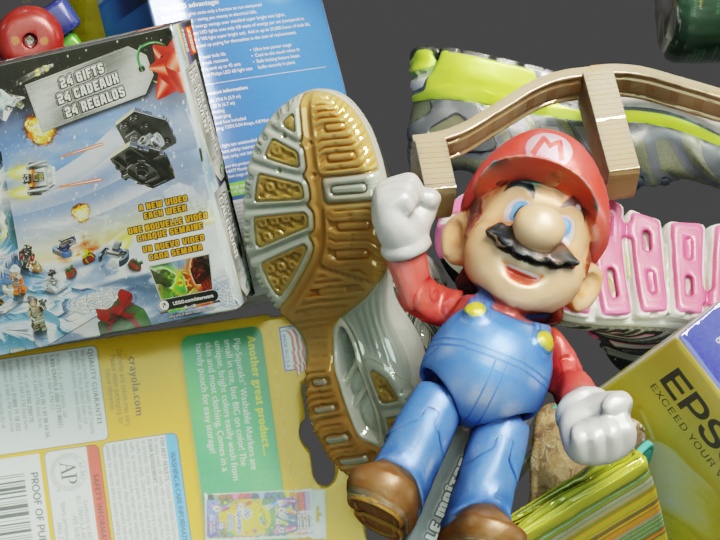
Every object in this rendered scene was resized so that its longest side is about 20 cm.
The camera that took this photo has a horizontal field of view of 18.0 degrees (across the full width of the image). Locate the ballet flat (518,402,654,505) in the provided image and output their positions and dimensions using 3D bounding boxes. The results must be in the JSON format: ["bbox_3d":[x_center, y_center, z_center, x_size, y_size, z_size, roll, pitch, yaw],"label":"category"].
[{"bbox_3d":[0.088,0.149,1.133,0.065,0.070,0.201,28,116,22],"label":"ballet flat"}]

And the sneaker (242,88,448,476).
[{"bbox_3d":[0.000,0.000,1.103,0.075,0.088,0.201,1,115,26],"label":"sneaker"}]

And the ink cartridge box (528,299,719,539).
[{"bbox_3d":[0.199,0.117,1.099,0.047,0.200,0.198,-35,85,-33],"label":"ink cartridge box"}]

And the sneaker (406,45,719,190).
[{"bbox_3d":[0.115,-0.057,1.178,0.199,0.074,0.082,13,91,8],"label":"sneaker"}]

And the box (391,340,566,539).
[{"bbox_3d":[0.042,0.122,1.133,0.035,0.110,0.201,25,85,1],"label":"box"}]

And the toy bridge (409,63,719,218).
[{"bbox_3d":[0.122,-0.069,1.113,0.198,0.027,0.068,-7,57,-6],"label":"toy bridge"}]

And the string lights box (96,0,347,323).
[{"bbox_3d":[-0.063,-0.084,1.157,0.102,0.059,0.201,-11,84,-31],"label":"string lights box"}]

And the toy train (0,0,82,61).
[{"bbox_3d":[-0.207,-0.043,1.165,0.199,0.085,0.116,-35,99,-4],"label":"toy train"}]

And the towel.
[{"bbox_3d":[0.115,0.167,1.101,0.086,0.201,0.018,-29,46,-9],"label":"towel"}]

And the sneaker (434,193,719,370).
[{"bbox_3d":[0.127,0.011,1.149,0.198,0.088,0.074,9,63,-13],"label":"sneaker"}]

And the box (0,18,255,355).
[{"bbox_3d":[-0.162,-0.032,1.090,0.199,0.040,0.138,-11,99,13],"label":"box"}]

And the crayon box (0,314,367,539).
[{"bbox_3d":[-0.103,0.095,1.162,0.198,0.052,0.127,-8,85,-1],"label":"crayon box"}]

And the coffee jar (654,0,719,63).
[{"bbox_3d":[0.255,-0.157,1.175,0.198,0.085,0.105,3,81,0],"label":"coffee jar"}]

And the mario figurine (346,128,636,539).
[{"bbox_3d":[0.061,0.024,1.014,0.123,0.106,0.201,34,65,-36],"label":"mario figurine"}]
